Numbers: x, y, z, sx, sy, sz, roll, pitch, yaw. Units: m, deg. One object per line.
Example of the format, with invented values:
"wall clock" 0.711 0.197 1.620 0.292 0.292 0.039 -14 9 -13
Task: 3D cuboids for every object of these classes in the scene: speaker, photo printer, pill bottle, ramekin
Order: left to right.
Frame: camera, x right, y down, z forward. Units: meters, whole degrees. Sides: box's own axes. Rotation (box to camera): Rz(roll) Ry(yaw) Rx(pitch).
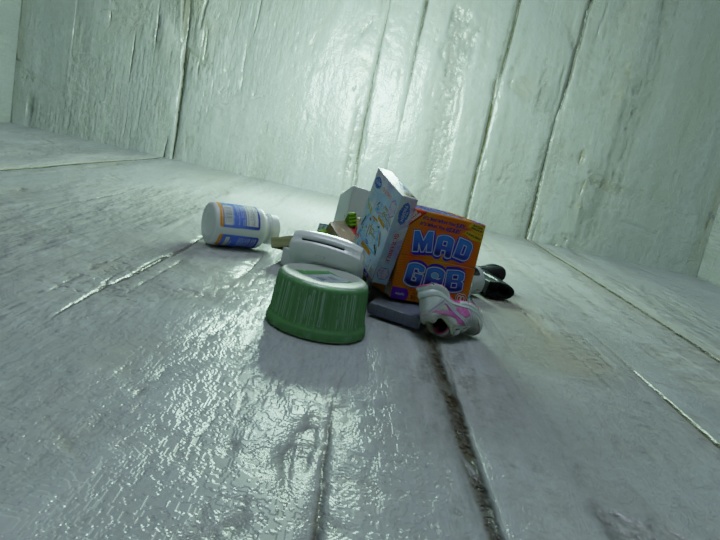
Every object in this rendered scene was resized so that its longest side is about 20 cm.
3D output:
"pill bottle" -0.321 -0.120 1.788 0.196 0.115 0.111 5 14 -37
"ramekin" -0.077 0.056 1.257 0.195 0.100 0.200 12 11 -2
"photo printer" -0.073 -0.011 1.409 0.162 0.071 0.201 15 -25 4
"speaker" 0.252 0.025 1.816 0.197 0.083 0.081 3 15 -41

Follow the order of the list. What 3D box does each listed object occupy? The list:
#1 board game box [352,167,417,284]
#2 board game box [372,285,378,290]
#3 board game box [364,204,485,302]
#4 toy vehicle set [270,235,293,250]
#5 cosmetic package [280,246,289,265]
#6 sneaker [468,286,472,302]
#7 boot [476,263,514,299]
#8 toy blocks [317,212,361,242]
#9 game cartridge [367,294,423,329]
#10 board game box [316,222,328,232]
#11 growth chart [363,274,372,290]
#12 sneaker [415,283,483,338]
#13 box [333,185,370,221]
"board game box" 0.050 -0.103 1.488 0.040 0.203 0.201 12 22 -20
"board game box" 0.000 0.000 1.678 0.195 0.024 0.106 14 38 -14
"board game box" 0.143 -0.043 1.556 0.195 0.205 0.200 10 10 -21
"toy vehicle set" -0.150 -0.072 1.780 0.121 0.027 0.200 -5 -4 13
"cosmetic package" -0.109 -0.027 1.738 0.082 0.052 0.198 21 14 40
"sneaker" 0.248 0.048 1.686 0.073 0.089 0.200 17 14 12
"boot" 0.404 0.032 1.974 0.161 0.067 0.200 0 12 -17
"toy blocks" 0.001 -0.063 1.677 0.197 0.101 0.138 -12 59 -40
"game cartridge" 0.103 0.086 1.484 0.127 0.039 0.199 13 11 20
"board game box" 0.001 -0.074 1.951 0.197 0.063 0.198 9 -10 40
"growth chart" -0.059 0.006 1.551 0.195 0.018 0.145 16 -20 9
"sneaker" 0.184 0.104 1.391 0.198 0.090 0.080 28 -28 -34
"box" 0.036 -0.156 1.938 0.196 0.109 0.152 17 -8 -16
